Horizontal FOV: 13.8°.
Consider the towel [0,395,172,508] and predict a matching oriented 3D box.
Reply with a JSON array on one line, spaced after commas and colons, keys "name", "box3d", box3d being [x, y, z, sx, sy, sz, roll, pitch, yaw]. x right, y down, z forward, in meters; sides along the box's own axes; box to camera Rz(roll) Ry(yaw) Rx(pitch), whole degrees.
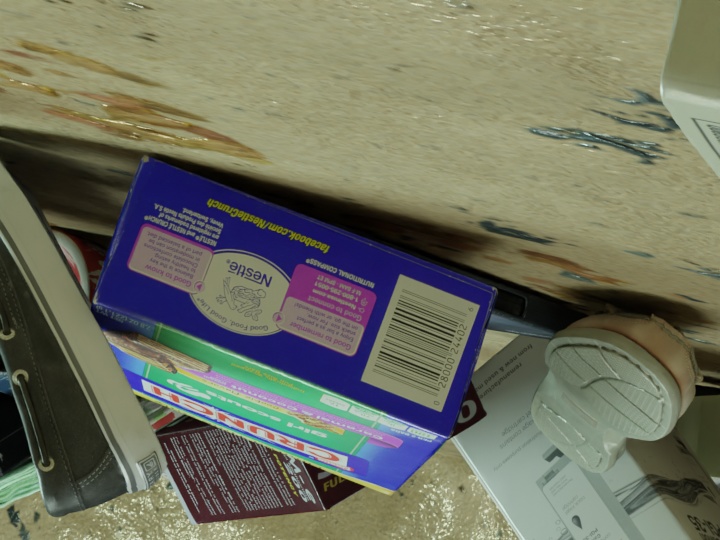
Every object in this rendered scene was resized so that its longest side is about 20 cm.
[{"name": "towel", "box3d": [-0.108, 0.074, 1.664, 0.200, 0.023, 0.152, -31, -177, -37]}]

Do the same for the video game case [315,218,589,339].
[{"name": "video game case", "box3d": [0.000, 0.000, 1.483, 0.142, 0.019, 0.200, 8, 173, 43]}]

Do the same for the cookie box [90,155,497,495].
[{"name": "cookie box", "box3d": [-0.038, 0.030, 1.379, 0.170, 0.076, 0.200, 21, 168, -2]}]

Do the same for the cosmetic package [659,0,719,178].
[{"name": "cosmetic package", "box3d": [0.157, -0.032, 0.469, 0.199, 0.071, 0.105, 12, 174, 16]}]

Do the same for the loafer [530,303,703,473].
[{"name": "loafer", "box3d": [0.131, 0.046, 1.465, 0.072, 0.063, 0.200, 42, 164, 4]}]

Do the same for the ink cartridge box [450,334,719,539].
[{"name": "ink cartridge box", "box3d": [0.146, 0.137, 1.617, 0.200, 0.083, 0.146, 56, -166, 24]}]

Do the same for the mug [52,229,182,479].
[{"name": "mug", "box3d": [-0.155, 0.054, 1.846, 0.177, 0.134, 0.200, 7, 168, 40]}]

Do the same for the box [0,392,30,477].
[{"name": "box", "box3d": [-0.226, 0.049, 1.596, 0.079, 0.141, 0.200, -33, -179, 12]}]

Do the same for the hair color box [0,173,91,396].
[{"name": "hair color box", "box3d": [-0.179, 0.004, 1.475, 0.060, 0.100, 0.200, -28, 174, -1]}]

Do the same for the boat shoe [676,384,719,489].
[{"name": "boat shoe", "box3d": [0.167, 0.090, 1.748, 0.199, 0.072, 0.063, 8, 176, 16]}]

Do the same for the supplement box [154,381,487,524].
[{"name": "supplement box", "box3d": [-0.026, 0.083, 1.597, 0.109, 0.061, 0.200, -29, -175, -23]}]

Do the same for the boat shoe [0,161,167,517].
[{"name": "boat shoe", "box3d": [-0.156, 0.025, 1.313, 0.066, 0.200, 0.070, -27, 155, -11]}]
